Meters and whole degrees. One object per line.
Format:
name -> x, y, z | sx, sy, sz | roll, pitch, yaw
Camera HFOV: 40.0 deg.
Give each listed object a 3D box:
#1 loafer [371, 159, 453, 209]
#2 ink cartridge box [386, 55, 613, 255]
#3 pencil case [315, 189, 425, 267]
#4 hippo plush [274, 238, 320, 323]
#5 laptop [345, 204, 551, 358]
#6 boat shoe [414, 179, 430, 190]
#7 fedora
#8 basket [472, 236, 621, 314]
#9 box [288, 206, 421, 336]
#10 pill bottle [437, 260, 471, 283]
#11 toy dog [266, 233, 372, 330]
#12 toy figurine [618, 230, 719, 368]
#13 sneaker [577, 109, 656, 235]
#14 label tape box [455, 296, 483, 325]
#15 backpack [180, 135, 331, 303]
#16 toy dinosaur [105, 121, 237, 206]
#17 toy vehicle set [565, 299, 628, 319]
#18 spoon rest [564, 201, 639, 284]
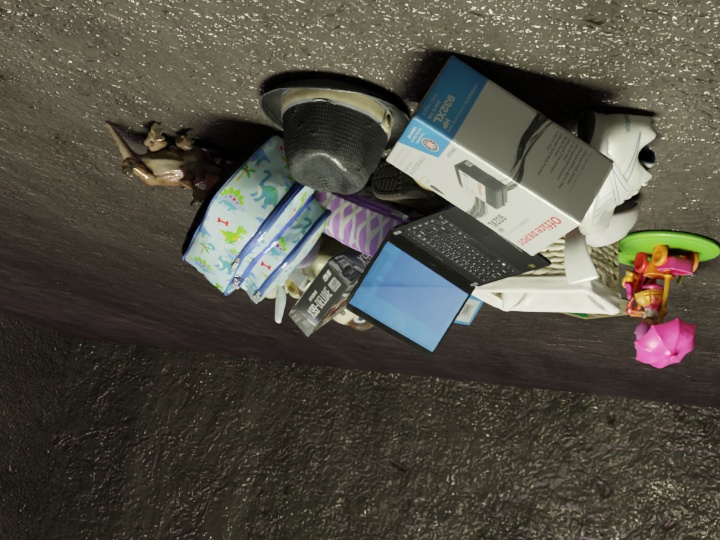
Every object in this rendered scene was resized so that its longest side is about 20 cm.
loafer -> 0.109, -0.113, 1.272 | 0.199, 0.074, 0.071 | 11, 176, 41
ink cartridge box -> 0.141, -0.115, 1.039 | 0.199, 0.084, 0.145 | 32, 164, -3
pencil case -> 0.011, -0.068, 1.362 | 0.199, 0.084, 0.086 | 24, 151, 35
hippo plush -> -0.113, -0.058, 1.521 | 0.200, 0.160, 0.161 | 44, -154, 13
laptop -> 0.113, 0.017, 1.276 | 0.199, 0.104, 0.177 | -18, 142, 42
boat shoe -> 0.136, -0.128, 1.163 | 0.199, 0.073, 0.067 | 3, 169, 33
fedora -> -0.034, -0.144, 1.151 | 0.199, 0.092, 0.201 | 9, 167, 2
basket -> 0.276, -0.011, 1.463 | 0.199, 0.125, 0.135 | 1, 165, 35
box -> 0.000, 0.000, 1.480 | 0.050, 0.200, 0.158 | 49, 141, 8
pill bottle -> 0.125, -0.018, 1.409 | 0.112, 0.114, 0.200 | 14, 137, -24
toy dog -> -0.046, 0.025, 1.680 | 0.193, 0.141, 0.200 | -5, -150, -44
toy figurine -> 0.445, 0.055, 1.498 | 0.149, 0.186, 0.200 | 12, 168, -13
sneaker -> 0.284, -0.102, 1.112 | 0.086, 0.075, 0.200 | -2, 151, 7
label tape box -> 0.104, 0.001, 1.693 | 0.143, 0.064, 0.200 | 12, -151, -30
backpack -> -0.126, -0.069, 1.304 | 0.147, 0.183, 0.200 | 37, 149, 1
toy dinosaur -> -0.258, -0.140, 1.365 | 0.198, 0.087, 0.136 | 15, 174, -4
toy vehicle set -> 0.397, 0.055, 1.888 | 0.199, 0.027, 0.124 | 15, 166, -26
spoon rest -> 0.301, -0.050, 1.268 | 0.099, 0.061, 0.200 | -16, -164, 31
